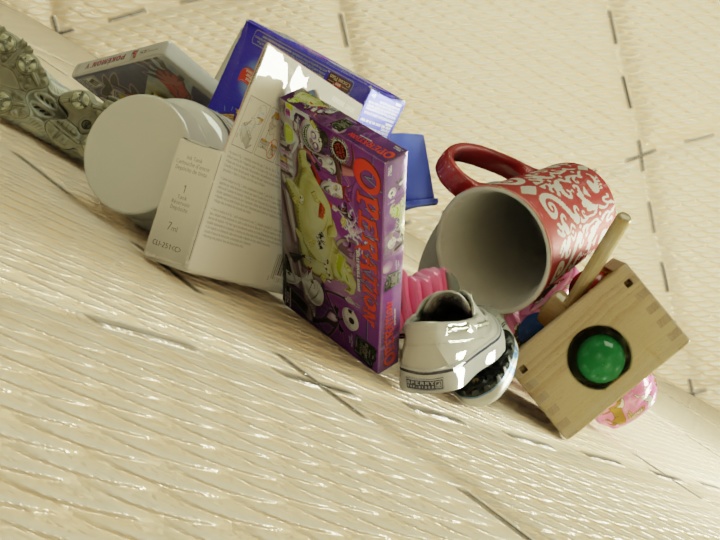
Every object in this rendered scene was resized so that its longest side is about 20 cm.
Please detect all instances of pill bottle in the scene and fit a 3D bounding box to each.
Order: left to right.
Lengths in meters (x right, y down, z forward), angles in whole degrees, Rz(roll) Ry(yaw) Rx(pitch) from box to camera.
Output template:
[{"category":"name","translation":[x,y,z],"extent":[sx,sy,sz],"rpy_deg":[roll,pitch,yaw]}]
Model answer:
[{"category":"pill bottle","translation":[-0.142,-0.081,1.061],"extent":[0.113,0.114,0.200],"rpy_deg":[32,6,19]}]

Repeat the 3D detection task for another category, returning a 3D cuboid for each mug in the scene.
[{"category":"mug","translation":[0.181,-0.066,1.344],"extent":[0.133,0.179,0.200],"rpy_deg":[-11,8,37]}]

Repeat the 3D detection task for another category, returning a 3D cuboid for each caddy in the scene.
[{"category":"caddy","translation":[0.001,-0.083,1.316],"extent":[0.140,0.106,0.200],"rpy_deg":[-7,2,20]}]

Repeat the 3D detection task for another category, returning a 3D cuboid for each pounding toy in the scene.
[{"category":"pounding toy","translation":[0.234,0.053,1.278],"extent":[0.142,0.184,0.200],"rpy_deg":[50,7,3]}]

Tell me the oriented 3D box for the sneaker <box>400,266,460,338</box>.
[{"category":"sneaker","translation":[0.011,0.030,1.138],"extent":[0.095,0.080,0.200],"rpy_deg":[-13,-18,33]}]

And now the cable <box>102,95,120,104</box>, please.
[{"category":"cable","translation":[-0.203,-0.128,1.302],"extent":[0.097,0.050,0.200],"rpy_deg":[32,-14,46]}]

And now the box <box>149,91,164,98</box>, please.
[{"category":"box","translation":[-0.171,-0.120,1.425],"extent":[0.199,0.065,0.070],"rpy_deg":[28,-21,-18]}]

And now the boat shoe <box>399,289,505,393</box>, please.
[{"category":"boat shoe","translation":[0.074,0.048,1.054],"extent":[0.071,0.066,0.200],"rpy_deg":[0,10,22]}]

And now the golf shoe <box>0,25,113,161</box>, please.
[{"category":"golf shoe","translation":[-0.313,-0.160,1.205],"extent":[0.200,0.078,0.097],"rpy_deg":[36,-12,1]}]

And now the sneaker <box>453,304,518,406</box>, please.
[{"category":"sneaker","translation":[0.117,0.089,1.174],"extent":[0.200,0.071,0.073],"rpy_deg":[-74,145,-75]}]

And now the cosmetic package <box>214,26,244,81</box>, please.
[{"category":"cosmetic package","translation":[-0.120,-0.179,1.629],"extent":[0.166,0.201,0.167],"rpy_deg":[30,4,2]}]

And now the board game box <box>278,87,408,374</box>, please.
[{"category":"board game box","translation":[-0.015,-0.028,0.969],"extent":[0.120,0.201,0.032],"rpy_deg":[30,46,33]}]

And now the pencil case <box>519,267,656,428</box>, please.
[{"category":"pencil case","translation":[0.263,0.090,1.451],"extent":[0.200,0.086,0.083],"rpy_deg":[50,31,-18]}]

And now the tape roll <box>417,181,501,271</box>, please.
[{"category":"tape roll","translation":[0.165,-0.010,1.596],"extent":[0.066,0.201,0.200],"rpy_deg":[33,6,37]}]

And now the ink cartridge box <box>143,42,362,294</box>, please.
[{"category":"ink cartridge box","translation":[-0.079,-0.076,0.997],"extent":[0.044,0.177,0.200],"rpy_deg":[19,0,22]}]

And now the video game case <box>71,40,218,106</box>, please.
[{"category":"video game case","translation":[-0.203,-0.181,1.427],"extent":[0.182,0.023,0.200],"rpy_deg":[-2,-32,46]}]

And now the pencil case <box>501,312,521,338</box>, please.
[{"category":"pencil case","translation":[0.172,0.076,1.499],"extent":[0.082,0.087,0.200],"rpy_deg":[-7,-22,40]}]

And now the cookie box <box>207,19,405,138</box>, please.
[{"category":"cookie box","translation":[-0.076,-0.113,1.211],"extent":[0.171,0.201,0.075],"rpy_deg":[33,12,31]}]
